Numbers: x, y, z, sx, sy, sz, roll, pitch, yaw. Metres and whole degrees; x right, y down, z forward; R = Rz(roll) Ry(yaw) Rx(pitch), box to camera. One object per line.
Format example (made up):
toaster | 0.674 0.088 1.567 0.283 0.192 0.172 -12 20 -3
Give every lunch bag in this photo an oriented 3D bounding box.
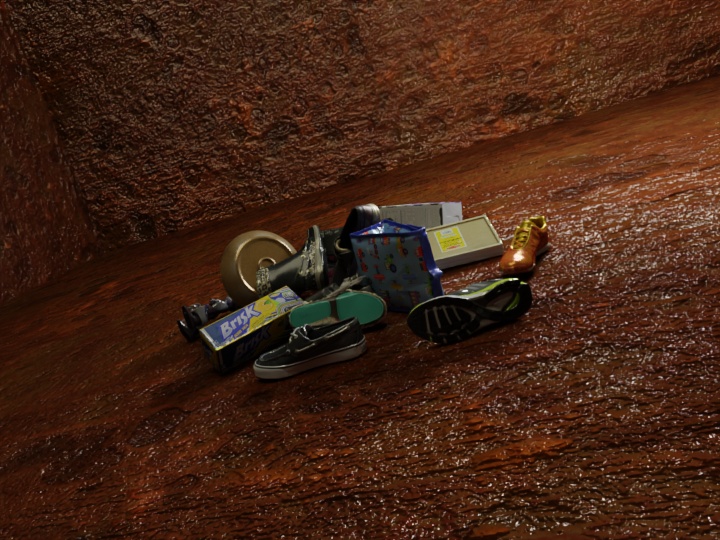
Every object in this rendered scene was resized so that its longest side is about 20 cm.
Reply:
lunch bag | 0.078 -0.004 0.984 0.092 0.154 0.199 -23 17 -25

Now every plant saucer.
plant saucer | -0.212 -0.002 1.205 0.197 0.203 0.035 -27 -7 -32

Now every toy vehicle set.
toy vehicle set | 0.198 -0.057 1.179 0.194 0.027 0.126 -13 35 3

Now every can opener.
can opener | -0.055 0.064 1.062 0.198 0.068 0.053 -31 -2 41

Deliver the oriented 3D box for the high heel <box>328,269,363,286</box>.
high heel | 0.000 0.000 1.200 0.195 0.069 0.097 -17 26 13

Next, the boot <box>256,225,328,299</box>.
boot | -0.148 -0.018 1.167 0.149 0.075 0.206 -14 37 1

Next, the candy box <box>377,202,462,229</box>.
candy box | 0.146 -0.134 1.392 0.195 0.074 0.167 -1 6 28

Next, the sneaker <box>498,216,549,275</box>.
sneaker | 0.307 -0.048 1.032 0.071 0.079 0.200 -4 22 33

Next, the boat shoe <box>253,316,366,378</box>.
boat shoe | -0.090 0.123 0.893 0.195 0.070 0.072 -15 15 10

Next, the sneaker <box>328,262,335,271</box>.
sneaker | -0.114 -0.022 1.373 0.195 0.087 0.077 -10 17 26

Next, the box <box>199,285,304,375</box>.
box | -0.200 0.109 1.024 0.197 0.066 0.070 -29 47 -33

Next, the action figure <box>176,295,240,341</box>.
action figure | -0.324 0.084 1.254 0.198 0.070 0.129 -29 -5 -46

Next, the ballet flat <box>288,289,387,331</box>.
ballet flat | -0.039 0.079 1.001 0.194 0.078 0.064 -6 -15 19

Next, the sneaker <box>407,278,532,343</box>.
sneaker | 0.167 0.061 0.854 0.194 0.076 0.081 -12 6 -5

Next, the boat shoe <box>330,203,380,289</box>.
boat shoe | -0.025 -0.045 1.099 0.064 0.203 0.072 3 33 -38

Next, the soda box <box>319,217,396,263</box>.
soda box | -0.002 -0.066 1.241 0.195 0.065 0.070 -7 -18 29
